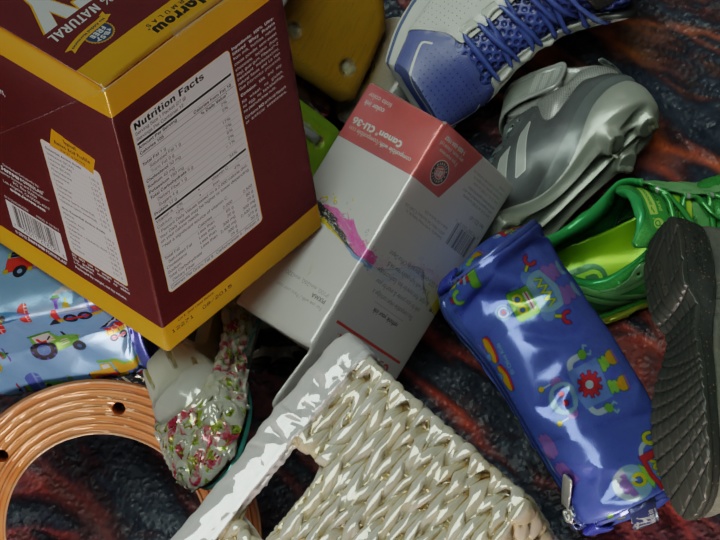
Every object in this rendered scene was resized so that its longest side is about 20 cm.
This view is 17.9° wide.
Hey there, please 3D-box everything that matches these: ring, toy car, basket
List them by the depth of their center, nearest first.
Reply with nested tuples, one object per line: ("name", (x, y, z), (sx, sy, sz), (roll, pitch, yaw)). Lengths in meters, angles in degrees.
("basket", (0.005, 0.181, 1.353), (0.160, 0.200, 0.198), (36, 80, 24))
("ring", (-0.161, 0.165, 1.451), (0.199, 0.019, 0.202), (1, 104, 3))
("toy car", (-0.064, -0.122, 1.548), (0.150, 0.175, 0.201), (-1, 61, 53))

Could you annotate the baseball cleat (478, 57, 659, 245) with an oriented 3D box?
("baseball cleat", (0.105, -0.061, 1.518), (0.200, 0.070, 0.106), (-38, 47, -7))

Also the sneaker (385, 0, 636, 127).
("sneaker", (0.114, -0.179, 1.509), (0.199, 0.081, 0.115), (-45, 23, -19))

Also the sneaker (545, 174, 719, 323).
("sneaker", (0.200, -0.023, 1.453), (0.199, 0.084, 0.074), (-24, 62, 4))

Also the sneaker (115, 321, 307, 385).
("sneaker", (-0.114, 0.027, 1.535), (0.198, 0.078, 0.087), (-4, 57, 5))

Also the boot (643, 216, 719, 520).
("boot", (0.245, 0.060, 1.378), (0.130, 0.068, 0.201), (11, 60, -17))

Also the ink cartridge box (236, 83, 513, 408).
("ink cartridge box", (0.000, 0.000, 1.420), (0.067, 0.116, 0.201), (30, 86, 32))

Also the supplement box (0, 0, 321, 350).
("supplement box", (-0.148, -0.102, 1.327), (0.197, 0.201, 0.133), (30, 56, 33))

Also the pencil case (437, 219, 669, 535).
("pencil case", (0.122, 0.070, 1.402), (0.087, 0.078, 0.201), (-28, 83, -26))

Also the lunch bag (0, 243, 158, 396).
("lunch bag", (-0.209, -0.029, 1.465), (0.149, 0.094, 0.201), (-9, 53, 11))

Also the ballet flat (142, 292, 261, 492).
("ballet flat", (-0.102, 0.059, 1.390), (0.076, 0.064, 0.200), (-41, 21, 21))
